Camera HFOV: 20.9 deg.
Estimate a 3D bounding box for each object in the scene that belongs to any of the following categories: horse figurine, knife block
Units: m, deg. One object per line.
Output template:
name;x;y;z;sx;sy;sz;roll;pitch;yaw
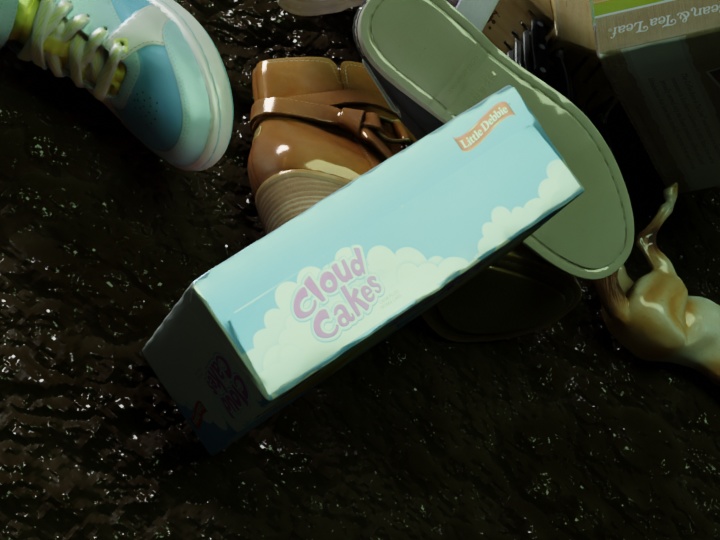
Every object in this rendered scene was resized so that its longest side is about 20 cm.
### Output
horse figurine;0.199;0.017;1.183;0.199;0.050;0.133;23;60;-30
knife block;0.148;-0.138;1.281;0.176;0.064;0.200;49;41;9

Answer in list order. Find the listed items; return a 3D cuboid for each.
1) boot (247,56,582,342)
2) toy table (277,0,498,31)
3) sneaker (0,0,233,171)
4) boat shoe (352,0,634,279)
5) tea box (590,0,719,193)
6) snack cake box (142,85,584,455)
boot;0.029;-0.047;1.109;0.199;0.074;0.155;16;42;-29
toy table;0.040;-0.201;1.157;0.117;0.184;0.200;28;47;-1
sneaker;-0.162;-0.122;1.030;0.130;0.080;0.200;-10;51;-44
boat shoe;0.072;-0.076;1.067;0.073;0.063;0.200;-45;99;-7
tea box;0.216;-0.180;1.168;0.200;0.133;0.198;46;36;-60
snack cake box;0.000;0.000;0.954;0.200;0.115;0.067;-33;86;-25
